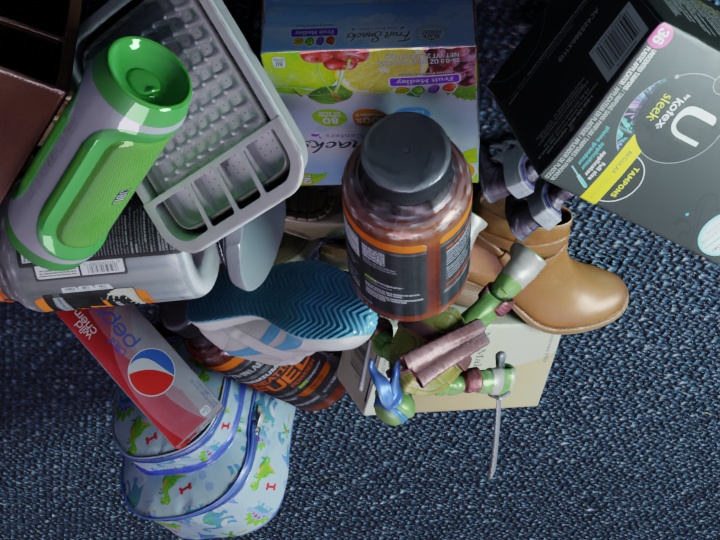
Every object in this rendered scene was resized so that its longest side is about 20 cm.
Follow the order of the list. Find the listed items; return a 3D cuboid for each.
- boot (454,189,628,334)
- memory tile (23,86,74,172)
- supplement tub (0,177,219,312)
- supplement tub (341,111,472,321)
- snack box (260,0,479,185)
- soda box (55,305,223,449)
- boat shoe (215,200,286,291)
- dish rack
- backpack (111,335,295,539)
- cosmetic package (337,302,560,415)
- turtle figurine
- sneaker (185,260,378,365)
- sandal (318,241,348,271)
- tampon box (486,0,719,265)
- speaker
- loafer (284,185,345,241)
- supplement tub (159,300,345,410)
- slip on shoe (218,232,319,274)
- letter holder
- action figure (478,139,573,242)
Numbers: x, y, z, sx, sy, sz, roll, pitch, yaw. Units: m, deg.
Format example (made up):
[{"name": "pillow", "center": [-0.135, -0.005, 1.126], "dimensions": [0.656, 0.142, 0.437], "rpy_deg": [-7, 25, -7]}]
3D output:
[{"name": "boot", "center": [0.175, -0.012, 1.716], "dimensions": [0.198, 0.074, 0.155], "rpy_deg": [5, 147, -12]}, {"name": "memory tile", "center": [-0.226, -0.116, 1.602], "dimensions": [0.152, 0.017, 0.199], "rpy_deg": [22, 145, -33]}, {"name": "supplement tub", "center": [-0.231, -0.029, 1.616], "dimensions": [0.198, 0.124, 0.123], "rpy_deg": [-5, 151, 13]}, {"name": "supplement tub", "center": [0.038, -0.046, 1.485], "dimensions": [0.106, 0.108, 0.200], "rpy_deg": [1, 153, 2]}, {"name": "snack box", "center": [0.012, -0.145, 1.485], "dimensions": [0.167, 0.068, 0.200], "rpy_deg": [-1, 153, 4]}, {"name": "soda box", "center": [-0.218, 0.077, 1.766], "dimensions": [0.063, 0.200, 0.070], "rpy_deg": [-42, 176, -6]}, {"name": "boat shoe", "center": [-0.118, -0.083, 1.534], "dimensions": [0.090, 0.071, 0.202], "rpy_deg": [16, 125, 27]}, {"name": "dish rack", "center": [-0.131, -0.129, 1.442], "dimensions": [0.171, 0.043, 0.201], "rpy_deg": [-28, 95, 41]}, {"name": "backpack", "center": [-0.168, 0.167, 1.912], "dimensions": [0.181, 0.202, 0.147], "rpy_deg": [-12, 152, 27]}, {"name": "cosmetic package", "center": [0.087, 0.077, 1.791], "dimensions": [0.198, 0.071, 0.106], "rpy_deg": [-2, 122, -26]}, {"name": "turtle figurine", "center": [0.074, 0.052, 1.649], "dimensions": [0.143, 0.195, 0.200], "rpy_deg": [31, 178, 35]}, {"name": "sneaker", "center": [-0.059, 0.042, 1.641], "dimensions": [0.199, 0.077, 0.081], "rpy_deg": [4, 149, 40]}, {"name": "sandal", "center": [0.000, 0.000, 1.694], "dimensions": [0.079, 0.055, 0.200], "rpy_deg": [-6, 180, 4]}, {"name": "tampon box", "center": [0.228, -0.124, 1.399], "dimensions": [0.199, 0.127, 0.150], "rpy_deg": [21, 118, -31]}, {"name": "speaker", "center": [-0.204, -0.088, 1.430], "dimensions": [0.088, 0.089, 0.200], "rpy_deg": [16, 135, -25]}, {"name": "loafer", "center": [-0.039, -0.060, 1.632], "dimensions": [0.198, 0.076, 0.068], "rpy_deg": [10, 154, -21]}, {"name": "supplement tub", "center": [-0.100, 0.059, 1.803], "dimensions": [0.106, 0.108, 0.199], "rpy_deg": [-24, 143, 38]}, {"name": "slip on shoe", "center": [-0.136, -0.037, 1.687], "dimensions": [0.198, 0.077, 0.061], "rpy_deg": [1, 156, 17]}, {"name": "letter holder", "center": [-0.321, -0.145, 1.456], "dimensions": [0.141, 0.101, 0.200], "rpy_deg": [17, 144, -21]}, {"name": "action figure", "center": [0.199, -0.098, 1.566], "dimensions": [0.199, 0.070, 0.130], "rpy_deg": [-20, 137, 28]}]
